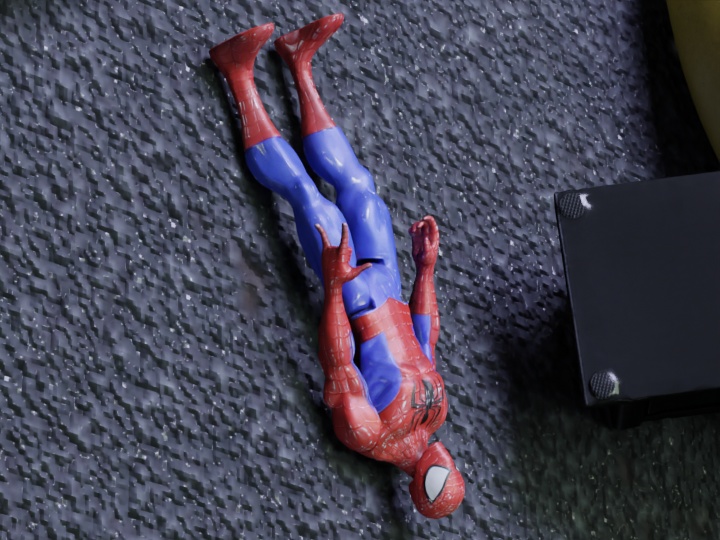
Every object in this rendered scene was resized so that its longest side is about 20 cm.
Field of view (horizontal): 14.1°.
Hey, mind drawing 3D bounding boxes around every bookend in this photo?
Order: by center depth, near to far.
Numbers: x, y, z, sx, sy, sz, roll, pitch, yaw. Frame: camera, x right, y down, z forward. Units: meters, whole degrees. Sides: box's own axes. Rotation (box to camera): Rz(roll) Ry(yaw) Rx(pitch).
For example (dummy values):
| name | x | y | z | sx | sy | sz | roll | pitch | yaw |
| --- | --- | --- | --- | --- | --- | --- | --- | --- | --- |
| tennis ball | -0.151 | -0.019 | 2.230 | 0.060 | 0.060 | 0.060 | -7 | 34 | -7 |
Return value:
| name | x | y | z | sx | sy | sz | roll | pitch | yaw |
| --- | --- | --- | --- | --- | --- | --- | --- | --- | --- |
| bookend | 0.183 | 0.029 | 1.253 | 0.198 | 0.199 | 0.093 | -7 | 71 | -1 |

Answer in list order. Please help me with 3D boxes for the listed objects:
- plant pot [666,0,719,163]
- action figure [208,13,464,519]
| name | x | y | z | sx | sy | sz | roll | pitch | yaw |
| --- | --- | --- | --- | --- | --- | --- | --- | --- | --- |
| plant pot | 0.217 | -0.138 | 1.333 | 0.199 | 0.200 | 0.142 | -1 | 46 | -45 |
| action figure | 0.000 | 0.000 | 1.133 | 0.065 | 0.052 | 0.201 | -13 | 84 | -51 |
